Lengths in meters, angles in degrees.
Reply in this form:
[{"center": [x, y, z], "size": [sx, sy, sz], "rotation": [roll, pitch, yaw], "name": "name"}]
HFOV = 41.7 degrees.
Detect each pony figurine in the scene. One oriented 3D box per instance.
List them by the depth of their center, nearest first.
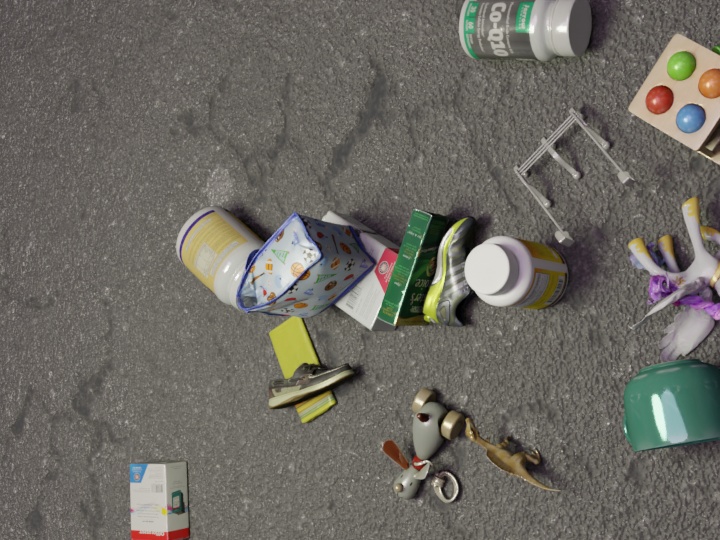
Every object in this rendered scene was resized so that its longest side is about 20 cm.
[{"center": [0.478, 0.022, 1.385], "size": [0.192, 0.166, 0.201], "rotation": [-38, 51, 19], "name": "pony figurine"}]

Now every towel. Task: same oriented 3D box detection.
[{"center": [-0.114, 0.191, 1.860], "size": [0.086, 0.018, 0.202], "rotation": [-33, 67, 23], "name": "towel"}]

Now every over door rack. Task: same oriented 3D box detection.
[{"center": [0.344, -0.146, 1.518], "size": [0.148, 0.066, 0.201], "rotation": [-47, 42, 23], "name": "over door rack"}]

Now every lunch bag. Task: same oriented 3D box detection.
[{"center": [-0.106, 0.004, 1.671], "size": [0.200, 0.169, 0.124], "rotation": [-46, 59, 24], "name": "lunch bag"}]

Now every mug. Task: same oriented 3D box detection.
[{"center": [0.446, 0.197, 1.376], "size": [0.183, 0.151, 0.116], "rotation": [-17, 73, 33], "name": "mug"}]

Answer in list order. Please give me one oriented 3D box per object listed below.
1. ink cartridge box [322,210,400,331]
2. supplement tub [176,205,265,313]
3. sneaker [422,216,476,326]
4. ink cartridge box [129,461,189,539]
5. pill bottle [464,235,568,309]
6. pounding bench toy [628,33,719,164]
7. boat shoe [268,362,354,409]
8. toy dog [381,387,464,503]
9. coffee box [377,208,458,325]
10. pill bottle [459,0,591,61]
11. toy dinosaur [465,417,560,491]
[{"center": [0.000, 0.000, 1.751], "size": [0.199, 0.083, 0.147], "rotation": [34, 106, 33], "name": "ink cartridge box"}, {"center": [-0.261, -0.021, 1.902], "size": [0.200, 0.145, 0.146], "rotation": [40, 108, 31], "name": "supplement tub"}, {"center": [0.174, 0.006, 1.643], "size": [0.080, 0.074, 0.203], "rotation": [21, 106, 28], "name": "sneaker"}, {"center": [-0.431, 0.513, 2.027], "size": [0.115, 0.067, 0.203], "rotation": [-8, 82, 35], "name": "ink cartridge box"}, {"center": [0.246, 0.004, 1.504], "size": [0.108, 0.199, 0.111], "rotation": [-4, 84, 35], "name": "pill bottle"}, {"center": [0.508, -0.279, 1.367], "size": [0.124, 0.155, 0.201], "rotation": [40, 108, 31], "name": "pounding bench toy"}, {"center": [-0.102, 0.208, 1.798], "size": [0.200, 0.071, 0.067], "rotation": [-26, 75, 31], "name": "boat shoe"}, {"center": [0.102, 0.308, 1.646], "size": [0.131, 0.096, 0.203], "rotation": [5, 89, 36], "name": "toy dog"}, {"center": [0.105, -0.001, 1.655], "size": [0.044, 0.122, 0.202], "rotation": [23, 98, 31], "name": "coffee box"}, {"center": [0.273, -0.406, 1.570], "size": [0.198, 0.113, 0.115], "rotation": [10, 92, 36], "name": "pill bottle"}, {"center": [0.248, 0.316, 1.538], "size": [0.199, 0.101, 0.059], "rotation": [35, 105, 32], "name": "toy dinosaur"}]
